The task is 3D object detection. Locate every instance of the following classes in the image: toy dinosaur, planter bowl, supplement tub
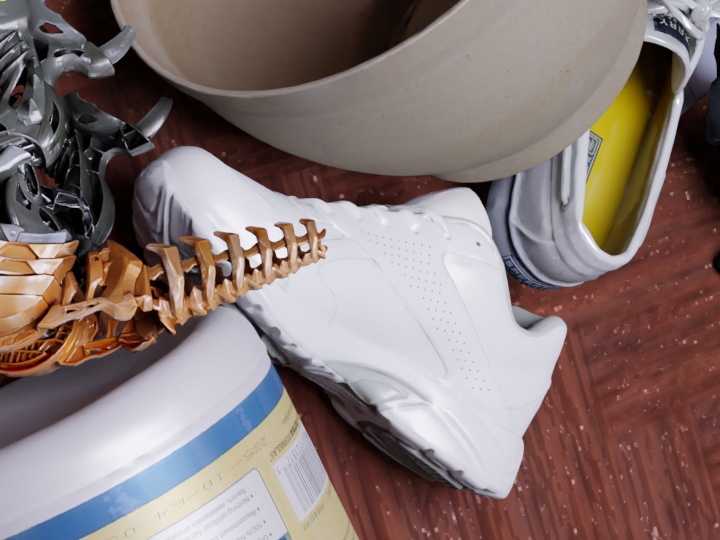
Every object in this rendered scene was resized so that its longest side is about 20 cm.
[{"bbox_3d":[-0.115,-0.009,0.771,0.199,0.102,0.136,10,62,-8],"label":"toy dinosaur"},{"bbox_3d":[0.026,-0.116,0.853,0.135,0.200,0.201,42,63,-47],"label":"planter bowl"},{"bbox_3d":[-0.061,0.129,0.785,0.144,0.144,0.201,-32,102,-31],"label":"supplement tub"}]

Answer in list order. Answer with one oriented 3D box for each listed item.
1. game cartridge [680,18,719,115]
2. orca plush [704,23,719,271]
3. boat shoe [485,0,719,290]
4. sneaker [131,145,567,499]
[{"bbox_3d":[0.144,-0.155,1.010,0.200,0.040,0.134,-37,108,-30],"label":"game cartridge"},{"bbox_3d":[0.186,-0.015,0.998,0.071,0.105,0.200,-40,144,12],"label":"orca plush"},{"bbox_3d":[0.112,-0.091,0.912,0.074,0.086,0.203,29,72,-26],"label":"boat shoe"},{"bbox_3d":[0.000,0.000,0.874,0.200,0.078,0.100,39,75,-33],"label":"sneaker"}]
